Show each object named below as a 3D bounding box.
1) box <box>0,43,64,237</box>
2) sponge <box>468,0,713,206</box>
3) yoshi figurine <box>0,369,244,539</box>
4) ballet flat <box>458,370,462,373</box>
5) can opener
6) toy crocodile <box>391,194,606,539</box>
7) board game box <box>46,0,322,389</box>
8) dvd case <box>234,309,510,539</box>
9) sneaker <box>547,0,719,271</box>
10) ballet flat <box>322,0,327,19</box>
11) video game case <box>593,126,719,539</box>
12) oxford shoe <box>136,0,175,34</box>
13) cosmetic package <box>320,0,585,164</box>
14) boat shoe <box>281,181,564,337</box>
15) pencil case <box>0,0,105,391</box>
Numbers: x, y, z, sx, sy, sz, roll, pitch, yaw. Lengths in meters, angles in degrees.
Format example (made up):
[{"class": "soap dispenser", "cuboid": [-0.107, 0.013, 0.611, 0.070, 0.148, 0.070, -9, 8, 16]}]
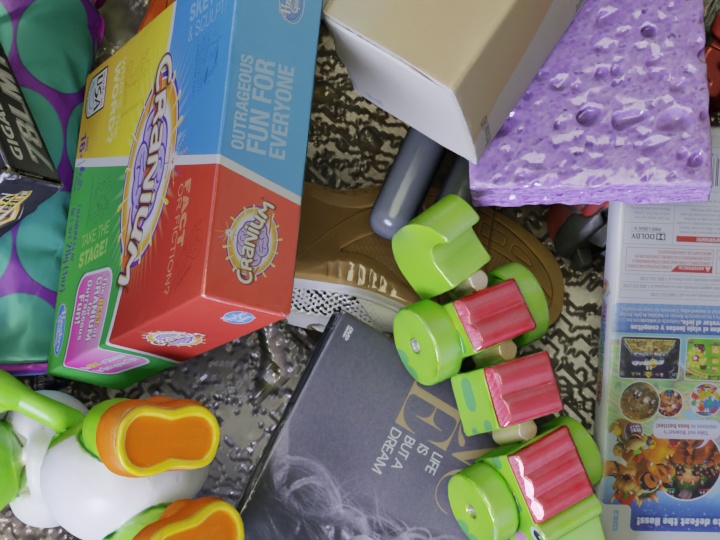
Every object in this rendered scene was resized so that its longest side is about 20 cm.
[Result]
[{"class": "box", "cuboid": [-0.261, -0.069, 1.076, 0.198, 0.050, 0.201, -35, 68, 23]}, {"class": "sponge", "cuboid": [0.103, -0.130, 1.023, 0.111, 0.030, 0.202, -2, 75, 7]}, {"class": "yoshi figurine", "cuboid": [-0.148, 0.098, 1.022, 0.112, 0.199, 0.113, 38, 70, -31]}, {"class": "ballet flat", "cuboid": [0.007, 0.133, 1.070, 0.071, 0.072, 0.202, 12, 82, 7]}, {"class": "can opener", "cuboid": [0.065, -0.098, 1.066, 0.052, 0.066, 0.201, 24, 79, 1]}, {"class": "toy crocodile", "cuboid": [0.069, 0.062, 1.013, 0.067, 0.062, 0.201, -21, 91, -25]}, {"class": "board game box", "cuboid": [-0.080, -0.039, 0.975, 0.040, 0.200, 0.154, 12, 73, -23]}, {"class": "dvd case", "cuboid": [0.038, 0.132, 1.037, 0.199, 0.016, 0.149, 32, 76, -17]}, {"class": "sneaker", "cuboid": [0.141, -0.098, 1.084, 0.098, 0.071, 0.201, 33, 90, 15]}, {"class": "ballet flat", "cuboid": [-0.035, -0.165, 1.117, 0.199, 0.072, 0.073, 13, 84, 7]}, {"class": "video game case", "cuboid": [0.184, 0.033, 1.049, 0.142, 0.018, 0.202, 2, 96, -9]}, {"class": "oxford shoe", "cuboid": [-0.056, -0.143, 1.059, 0.072, 0.200, 0.072, 23, 53, -8]}, {"class": "cosmetic package", "cuboid": [0.072, -0.158, 0.965, 0.071, 0.105, 0.201, 32, 83, 15]}, {"class": "boat shoe", "cuboid": [0.000, 0.000, 1.087, 0.198, 0.069, 0.071, 12, 59, -12]}, {"class": "pencil case", "cuboid": [-0.166, -0.044, 1.094, 0.092, 0.085, 0.202, -2, 80, -11]}]
